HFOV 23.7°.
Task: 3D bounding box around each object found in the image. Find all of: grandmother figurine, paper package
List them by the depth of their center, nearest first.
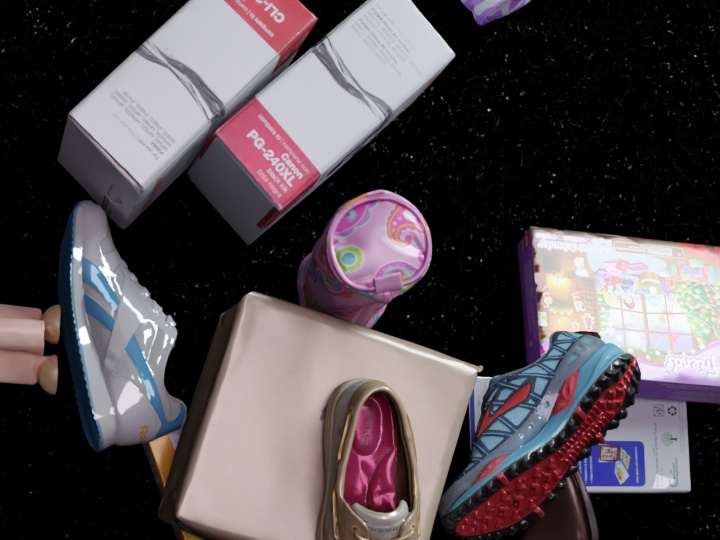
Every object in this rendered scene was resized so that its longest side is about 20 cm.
[{"bbox_3d":[-0.033,0.135,1.327,0.199,0.103,0.191,20,76,-12],"label":"paper package"},{"bbox_3d":[-0.335,0.048,1.329,0.199,0.061,0.122,3,71,-16],"label":"grandmother figurine"}]

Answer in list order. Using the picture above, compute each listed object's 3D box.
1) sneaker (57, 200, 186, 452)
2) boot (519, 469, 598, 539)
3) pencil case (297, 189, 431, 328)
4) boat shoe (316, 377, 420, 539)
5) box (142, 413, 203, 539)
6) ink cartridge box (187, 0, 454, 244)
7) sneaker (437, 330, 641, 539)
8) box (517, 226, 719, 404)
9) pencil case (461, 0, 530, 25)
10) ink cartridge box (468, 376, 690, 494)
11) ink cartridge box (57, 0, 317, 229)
[{"bbox_3d":[-0.191,0.040,1.353,0.080,0.077,0.201,-8,75,-19],"label":"sneaker"},{"bbox_3d":[0.089,0.244,1.382,0.199,0.064,0.187,-9,103,-12],"label":"boot"},{"bbox_3d":[0.000,0.000,1.349,0.087,0.200,0.088,2,77,-9],"label":"pencil case"},{"bbox_3d":[0.008,0.177,1.242,0.073,0.069,0.201,-4,84,-15],"label":"boat shoe"},{"bbox_3d":[-0.066,0.151,1.390,0.199,0.041,0.120,-20,86,-19],"label":"box"},{"bbox_3d":[-0.032,-0.126,1.389,0.200,0.145,0.083,-42,91,-17],"label":"ink cartridge box"},{"bbox_3d":[0.128,0.128,1.358,0.200,0.095,0.079,-43,135,-12],"label":"sneaker"},{"bbox_3d":[0.237,0.039,1.465,0.199,0.039,0.137,5,62,-13],"label":"box"},{"bbox_3d":[0.090,-0.309,1.484,0.084,0.085,0.200,-33,89,-19],"label":"pencil case"},{"bbox_3d":[0.181,0.140,1.454,0.199,0.039,0.100,3,80,-15],"label":"ink cartridge box"},{"bbox_3d":[-0.142,-0.141,1.364,0.084,0.144,0.200,43,73,-2],"label":"ink cartridge box"}]
